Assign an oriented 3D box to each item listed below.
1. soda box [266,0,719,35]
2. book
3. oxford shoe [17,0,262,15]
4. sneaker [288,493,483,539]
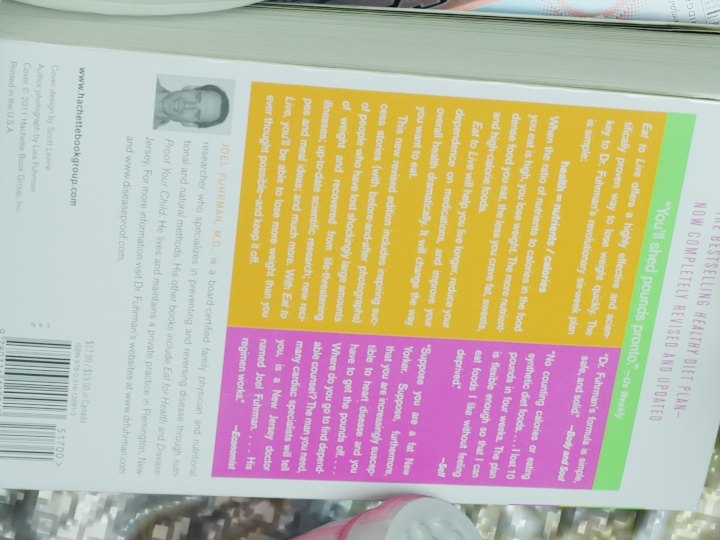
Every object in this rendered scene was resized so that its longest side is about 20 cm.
[{"bbox_3d":[0.030,-0.053,0.800,0.199,0.068,0.064,-16,111,-1],"label":"soda box"},{"bbox_3d":[0.000,0.000,0.757,0.199,0.048,0.134,3,119,-9],"label":"book"},{"bbox_3d":[-0.013,-0.109,0.741,0.199,0.075,0.058,-10,135,-16],"label":"oxford shoe"},{"bbox_3d":[-0.005,0.167,0.780,0.104,0.075,0.201,-16,78,34],"label":"sneaker"}]
